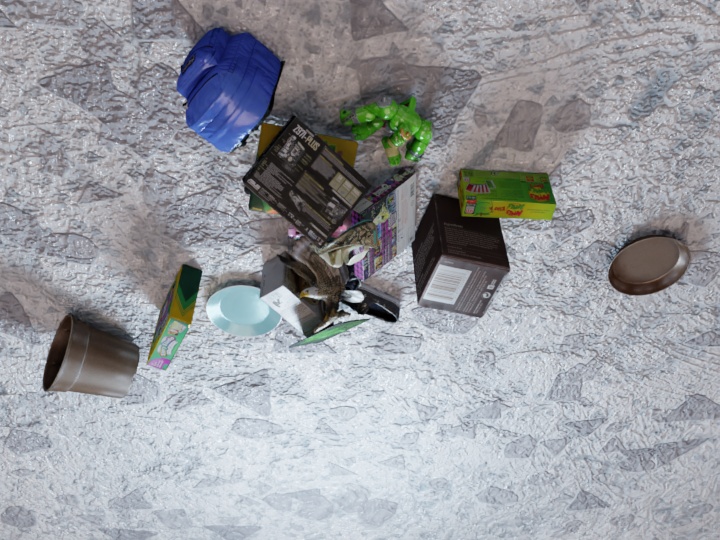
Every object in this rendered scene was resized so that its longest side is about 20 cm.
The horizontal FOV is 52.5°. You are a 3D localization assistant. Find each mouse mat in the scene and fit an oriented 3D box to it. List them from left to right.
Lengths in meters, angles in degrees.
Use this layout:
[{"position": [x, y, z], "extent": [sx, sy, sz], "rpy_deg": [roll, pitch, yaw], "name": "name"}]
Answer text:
[{"position": [-0.072, 0.154, 1.806], "extent": [0.159, 0.008, 0.199], "rpy_deg": [-26, 169, 20], "name": "mouse mat"}]

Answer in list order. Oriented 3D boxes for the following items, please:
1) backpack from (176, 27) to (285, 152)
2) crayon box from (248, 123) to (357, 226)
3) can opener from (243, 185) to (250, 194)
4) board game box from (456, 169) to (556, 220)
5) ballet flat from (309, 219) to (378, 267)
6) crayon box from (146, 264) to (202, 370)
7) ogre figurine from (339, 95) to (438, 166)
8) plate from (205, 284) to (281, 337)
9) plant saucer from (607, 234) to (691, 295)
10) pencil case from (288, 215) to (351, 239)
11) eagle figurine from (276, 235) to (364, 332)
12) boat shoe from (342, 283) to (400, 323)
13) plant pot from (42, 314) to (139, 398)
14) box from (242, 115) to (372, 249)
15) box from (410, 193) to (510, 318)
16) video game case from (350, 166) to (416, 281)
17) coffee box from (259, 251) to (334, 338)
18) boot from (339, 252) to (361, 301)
[{"position": [-0.249, -0.324, 1.334], "extent": [0.166, 0.202, 0.162], "rpy_deg": [29, 130, -27], "name": "backpack"}, {"position": [-0.119, -0.197, 1.501], "extent": [0.196, 0.058, 0.176], "rpy_deg": [9, 102, -12], "name": "crayon box"}, {"position": [-0.155, -0.185, 1.590], "extent": [0.196, 0.080, 0.063], "rpy_deg": [-7, 175, 11], "name": "can opener"}, {"position": [0.313, -0.164, 1.577], "extent": [0.196, 0.103, 0.048], "rpy_deg": [2, 137, -3], "name": "board game box"}, {"position": [-0.037, -0.047, 1.519], "extent": [0.067, 0.077, 0.198], "rpy_deg": [-8, 174, -43], "name": "ballet flat"}, {"position": [-0.456, 0.117, 1.796], "extent": [0.057, 0.175, 0.201], "rpy_deg": [19, 133, -20], "name": "crayon box"}, {"position": [0.065, -0.286, 1.461], "extent": [0.199, 0.099, 0.119], "rpy_deg": [41, 142, -17], "name": "ogre figurine"}, {"position": [-0.299, 0.100, 1.889], "extent": [0.196, 0.026, 0.202], "rpy_deg": [0, 136, 0], "name": "plate"}, {"position": [0.699, -0.018, 1.782], "extent": [0.196, 0.035, 0.202], "rpy_deg": [-1, 135, -1], "name": "plant saucer"}, {"position": [-0.064, -0.105, 1.644], "extent": [0.196, 0.088, 0.088], "rpy_deg": [2, 136, -5], "name": "pencil case"}, {"position": [-0.094, 0.023, 1.663], "extent": [0.150, 0.203, 0.151], "rpy_deg": [-24, 172, 12], "name": "eagle figurine"}, {"position": [0.014, 0.087, 1.851], "extent": [0.197, 0.067, 0.070], "rpy_deg": [23, 131, -22], "name": "boat shoe"}, {"position": [-0.700, 0.241, 1.917], "extent": [0.196, 0.203, 0.200], "rpy_deg": [22, 132, -32], "name": "plant pot"}, {"position": [-0.106, -0.172, 1.425], "extent": [0.199, 0.086, 0.164], "rpy_deg": [39, 93, -15], "name": "box"}, {"position": [0.219, -0.033, 1.638], "extent": [0.161, 0.202, 0.167], "rpy_deg": [10, 135, -12], "name": "box"}, {"position": [0.054, -0.101, 1.604], "extent": [0.036, 0.181, 0.202], "rpy_deg": [32, 146, 30], "name": "video game case"}, {"position": [-0.152, 0.065, 1.794], "extent": [0.079, 0.114, 0.200], "rpy_deg": [-26, 131, 24], "name": "coffee box"}, {"position": [0.000, 0.000, 1.745], "extent": [0.072, 0.091, 0.199], "rpy_deg": [32, 127, -29], "name": "boot"}]
